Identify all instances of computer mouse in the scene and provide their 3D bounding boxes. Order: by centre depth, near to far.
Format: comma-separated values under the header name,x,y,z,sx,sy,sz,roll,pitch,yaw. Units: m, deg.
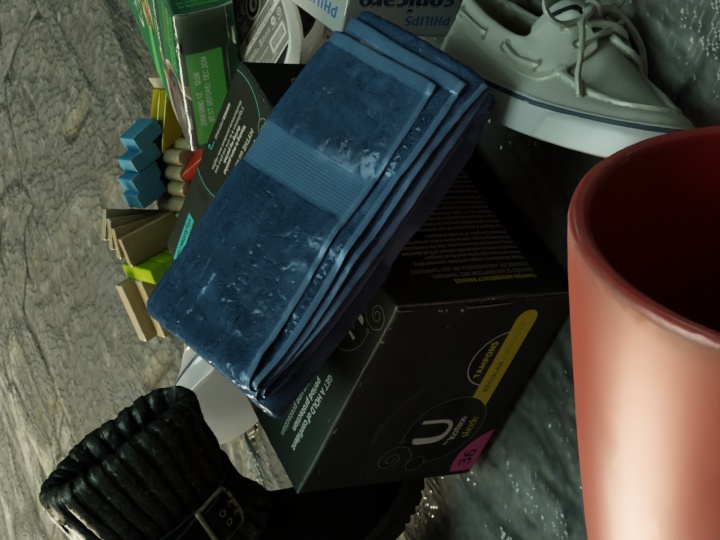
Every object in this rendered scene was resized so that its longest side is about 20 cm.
name,x,y,z,sx,sy,sz,roll,pitch,yaw
computer mouse,-0.061,-0.196,1.211,0.110,0.044,0.200,-50,49,46

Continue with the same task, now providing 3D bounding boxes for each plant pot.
name,x,y,z,sx,sy,sz,roll,pitch,yaw
plant pot,0.175,0.062,0.756,0.200,0.200,0.178,42,137,47

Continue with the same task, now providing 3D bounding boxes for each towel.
name,x,y,z,sx,sy,sz,roll,pitch,yaw
towel,-0.025,-0.033,0.944,0.112,0.049,0.200,35,91,38

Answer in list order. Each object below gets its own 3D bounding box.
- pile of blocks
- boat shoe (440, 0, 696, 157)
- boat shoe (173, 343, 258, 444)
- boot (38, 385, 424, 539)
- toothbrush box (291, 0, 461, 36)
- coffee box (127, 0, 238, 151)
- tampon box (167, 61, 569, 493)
name,x,y,z,sx,sy,sz,roll,pitch,yaw
pile of blocks,-0.131,-0.048,1.298,0.062,0.082,0.201,9,101,57
boat shoe,0.109,-0.110,0.941,0.202,0.074,0.086,35,114,59
boat shoe,-0.081,0.039,1.253,0.200,0.073,0.065,-56,39,34
boot,-0.067,0.125,1.068,0.079,0.211,0.158,-19,107,52
toothbrush box,0.005,-0.252,1.060,0.146,0.086,0.201,42,126,47
coffee box,-0.128,-0.189,1.256,0.123,0.044,0.200,88,163,-48
tampon box,0.000,0.000,1.058,0.200,0.126,0.150,59,137,35
